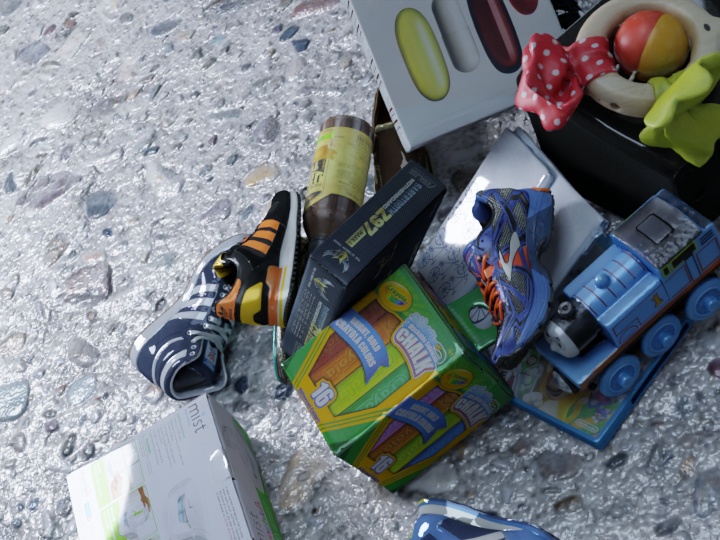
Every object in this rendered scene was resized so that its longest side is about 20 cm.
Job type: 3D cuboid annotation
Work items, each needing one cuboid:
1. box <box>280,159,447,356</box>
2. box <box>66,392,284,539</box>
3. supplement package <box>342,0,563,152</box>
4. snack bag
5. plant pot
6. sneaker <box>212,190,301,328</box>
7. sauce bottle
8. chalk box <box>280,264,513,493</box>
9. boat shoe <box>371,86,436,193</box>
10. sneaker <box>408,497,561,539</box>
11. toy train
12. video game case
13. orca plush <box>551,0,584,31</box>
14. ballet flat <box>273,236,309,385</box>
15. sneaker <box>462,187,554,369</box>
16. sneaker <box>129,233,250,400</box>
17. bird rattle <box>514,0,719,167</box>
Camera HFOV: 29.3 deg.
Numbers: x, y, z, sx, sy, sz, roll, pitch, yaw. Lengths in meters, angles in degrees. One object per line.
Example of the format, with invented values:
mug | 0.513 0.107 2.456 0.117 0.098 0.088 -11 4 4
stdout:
box | 0.000 0.000 1.364 0.051 0.200 0.158 40 60 11
box | -0.180 0.251 1.356 0.176 0.097 0.200 -31 45 5
supplement package | 0.098 -0.251 1.435 0.191 0.200 0.147 -23 3 2
snack bag | 0.144 -0.024 1.373 0.189 0.021 0.200 -56 36 19
plant pot | 0.299 -0.150 1.338 0.199 0.200 0.177 -41 58 -4
sneaker | -0.109 -0.020 1.454 0.090 0.070 0.200 2 41 -1
sauce bottle | -0.028 -0.075 1.496 0.065 0.065 0.200 -7 56 26
chalk box | 0.053 0.090 1.303 0.200 0.124 0.125 -41 52 6
boat shoe | 0.039 -0.138 1.552 0.075 0.075 0.202 -18 48 18
sneaker | 0.122 0.259 1.190 0.200 0.074 0.082 6 60 43
toy train | 0.244 0.025 1.244 0.200 0.114 0.087 -41 44 -4
video game case | 0.229 0.062 1.317 0.143 0.018 0.200 25 71 42
orca plush | 0.234 -0.281 1.552 0.105 0.071 0.200 -5 53 28
ballet flat | -0.061 0.034 1.488 0.075 0.068 0.200 -13 46 5
sneaker | 0.130 0.005 1.263 0.078 0.075 0.200 11 51 -5
sneaker | -0.161 0.057 1.518 0.200 0.070 0.108 -48 41 -2
bird rattle | 0.244 -0.180 1.233 0.200 0.113 0.163 20 64 30
